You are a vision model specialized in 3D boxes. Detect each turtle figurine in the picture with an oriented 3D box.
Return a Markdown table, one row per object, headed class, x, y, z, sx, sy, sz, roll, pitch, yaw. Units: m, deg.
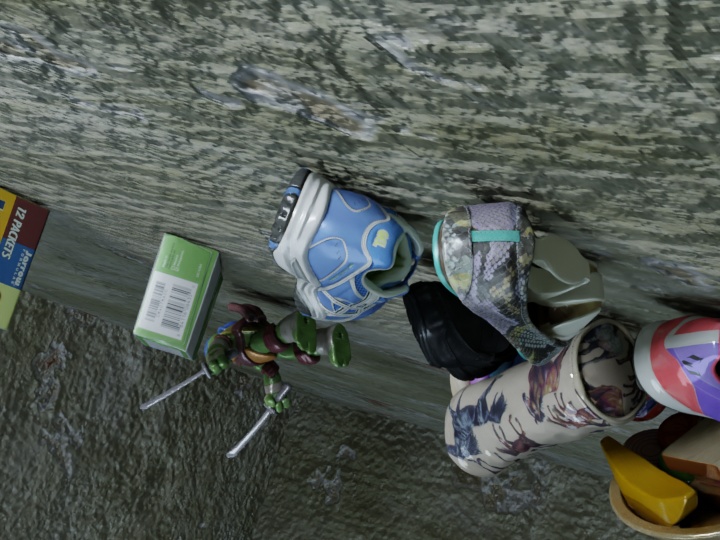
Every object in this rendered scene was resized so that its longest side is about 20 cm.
| class | x | y | z | sx | sy | sz | roll | pitch | yaw |
| --- | --- | --- | --- | --- | --- | --- | --- | --- | --- |
| turtle figurine | -0.117 | 0.126 | 1.402 | 0.192 | 0.201 | 0.145 | -18 | 118 | 35 |

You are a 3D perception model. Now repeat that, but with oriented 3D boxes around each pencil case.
| class | x | y | z | sx | sy | sz | roll | pitch | yaw |
| --- | --- | --- | --- | --- | --- | --- | --- | --- | --- |
| pencil case | 0.142 | 0.104 | 0.924 | 0.088 | 0.079 | 0.200 | -4 | 161 | -31 |

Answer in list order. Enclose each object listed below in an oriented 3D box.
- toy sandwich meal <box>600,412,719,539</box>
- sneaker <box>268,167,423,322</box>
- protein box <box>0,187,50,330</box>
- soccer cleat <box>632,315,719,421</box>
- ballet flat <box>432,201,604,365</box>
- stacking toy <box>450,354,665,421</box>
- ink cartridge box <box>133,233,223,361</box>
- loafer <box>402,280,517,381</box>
| class | x | y | z | sx | sy | sz | roll | pitch | yaw |
| --- | --- | --- | --- | --- | --- | --- | --- | --- | --- |
| toy sandwich meal | 0.281 | 0.140 | 0.929 | 0.204 | 0.204 | 0.071 | 3 | 121 | 58 |
| sneaker | 0.000 | 0.000 | 0.763 | 0.076 | 0.077 | 0.200 | 19 | 173 | 14 |
| protein box | -0.473 | -0.042 | 1.230 | 0.198 | 0.137 | 0.197 | 9 | 167 | 44 |
| soccer cleat | 0.270 | 0.078 | 0.769 | 0.198 | 0.069 | 0.073 | 22 | 159 | -25 |
| ballet flat | 0.105 | 0.012 | 0.685 | 0.071 | 0.073 | 0.200 | 13 | 171 | 27 |
| stacking toy | 0.176 | 0.094 | 1.023 | 0.198 | 0.087 | 0.085 | -1 | 161 | 44 |
| ink cartridge box | -0.188 | 0.034 | 1.238 | 0.058 | 0.105 | 0.200 | 18 | 171 | -3 |
| loafer | 0.083 | 0.042 | 0.921 | 0.070 | 0.069 | 0.200 | -23 | 161 | 11 |
